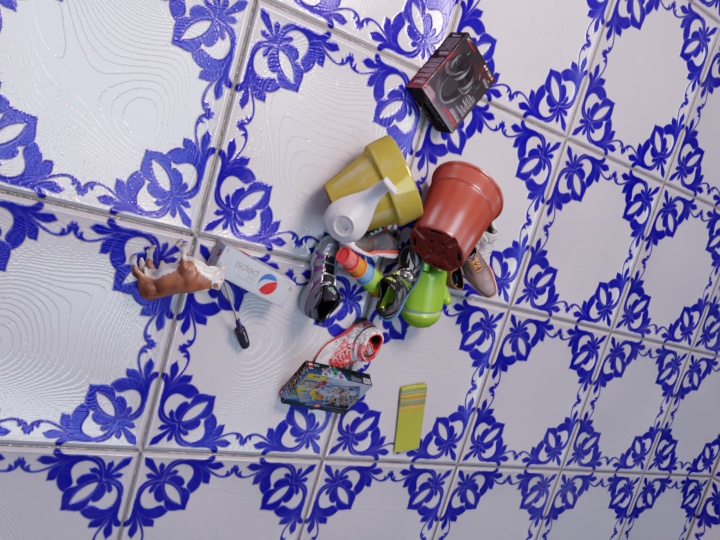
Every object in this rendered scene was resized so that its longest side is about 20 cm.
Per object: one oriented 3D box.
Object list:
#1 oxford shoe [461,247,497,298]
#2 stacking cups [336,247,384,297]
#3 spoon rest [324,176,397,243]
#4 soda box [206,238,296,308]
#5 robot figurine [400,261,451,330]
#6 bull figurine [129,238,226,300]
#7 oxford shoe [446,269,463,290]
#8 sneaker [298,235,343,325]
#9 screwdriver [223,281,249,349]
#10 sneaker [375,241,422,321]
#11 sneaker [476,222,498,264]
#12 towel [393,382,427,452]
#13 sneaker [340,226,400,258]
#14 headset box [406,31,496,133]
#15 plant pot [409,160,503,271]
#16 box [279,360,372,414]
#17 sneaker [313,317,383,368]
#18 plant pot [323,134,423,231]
[{"bbox_3d":[0.294,-0.015,1.721,0.070,0.073,0.203,-33,88,8],"label":"oxford shoe"},{"bbox_3d":[0.000,0.000,1.590,0.061,0.060,0.199,-54,142,-4],"label":"stacking cups"},{"bbox_3d":[0.002,-0.133,1.417,0.198,0.061,0.100,-35,104,31],"label":"spoon rest"},{"bbox_3d":[-0.246,0.009,1.485,0.197,0.063,0.069,31,91,-33],"label":"soda box"},{"bbox_3d":[0.161,0.055,1.703,0.170,0.115,0.207,-2,107,-28],"label":"robot figurine"},{"bbox_3d":[-0.381,0.003,1.372,0.194,0.065,0.125,-14,111,3],"label":"bull figurine"},{"bbox_3d":[0.229,-0.035,1.742,0.071,0.071,0.203,-36,119,-12],"label":"oxford shoe"},{"bbox_3d":[-0.072,0.029,1.545,0.076,0.139,0.206,10,102,-30],"label":"sneaker"},{"bbox_3d":[-0.281,0.098,1.493,0.028,0.028,0.205,-18,127,-18],"label":"screwdriver"},{"bbox_3d":[0.094,0.026,1.611,0.204,0.069,0.083,-65,154,-7],"label":"sneaker"},{"bbox_3d":[0.325,-0.072,1.767,0.073,0.099,0.206,-21,117,-24],"label":"sneaker"},{"bbox_3d":[0.140,0.418,1.871,0.083,0.018,0.207,-2,108,-24],"label":"towel"},{"bbox_3d":[0.027,-0.081,1.597,0.197,0.076,0.084,3,106,-52],"label":"sneaker"},{"bbox_3d":[0.215,-0.446,1.594,0.201,0.077,0.149,-50,123,-9],"label":"headset box"},{"bbox_3d":[0.221,-0.122,1.592,0.203,0.197,0.197,55,53,-31],"label":"plant pot"},{"bbox_3d":[-0.086,0.295,1.647,0.196,0.038,0.137,18,130,-33],"label":"box"},{"bbox_3d":[-0.030,0.208,1.647,0.200,0.107,0.068,-41,121,-12],"label":"sneaker"},{"bbox_3d":[0.023,-0.177,1.513,0.185,0.202,0.205,-26,119,-2],"label":"plant pot"}]
